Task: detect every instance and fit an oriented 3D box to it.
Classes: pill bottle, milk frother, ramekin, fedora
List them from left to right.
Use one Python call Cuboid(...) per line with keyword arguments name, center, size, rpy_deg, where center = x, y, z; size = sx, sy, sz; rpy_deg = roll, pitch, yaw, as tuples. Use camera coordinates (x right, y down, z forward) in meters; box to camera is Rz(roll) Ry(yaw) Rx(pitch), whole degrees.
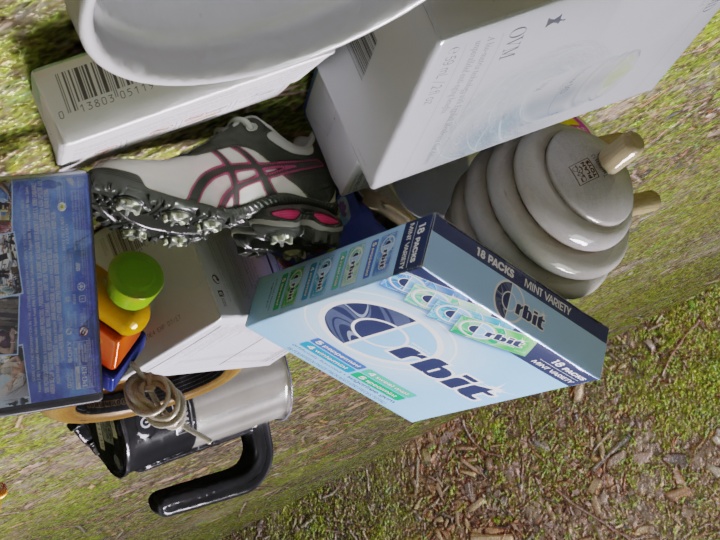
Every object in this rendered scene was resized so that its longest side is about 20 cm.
Cuboid(name="fedora", center=(-0.198, 0.073, 1.344), size=(0.199, 0.083, 0.201), rpy_deg=(-17, 165, -5))
Cuboid(name="milk frother", center=(-0.195, 0.137, 1.553), size=(0.187, 0.182, 0.200), rpy_deg=(-16, -151, -27))
Cuboid(name="ramekin", center=(-0.036, -0.169, 0.599), size=(0.198, 0.106, 0.200), rpy_deg=(-23, 168, -5))
Cuboid(name="pill bottle", center=(0.111, -0.081, 1.216), size=(0.104, 0.105, 0.199), rpy_deg=(-32, 165, 34))

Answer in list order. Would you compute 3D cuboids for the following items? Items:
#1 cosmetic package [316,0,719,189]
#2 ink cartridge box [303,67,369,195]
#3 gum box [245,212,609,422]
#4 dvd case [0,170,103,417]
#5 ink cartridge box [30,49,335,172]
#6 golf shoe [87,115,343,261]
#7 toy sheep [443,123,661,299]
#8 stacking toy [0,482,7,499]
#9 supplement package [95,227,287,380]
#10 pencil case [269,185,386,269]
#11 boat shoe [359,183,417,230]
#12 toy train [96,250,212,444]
Cuboid(name="cosmetic package", center=(0.087, -0.159, 0.821), size=(0.198, 0.124, 0.200), rpy_deg=(-21, 167, -15))
Cuboid(name="ink cartridge box", center=(0.071, -0.132, 0.999), size=(0.198, 0.077, 0.137), rpy_deg=(-19, 170, -14))
Cuboid(name="gum box", center=(0.044, 0.040, 1.052), size=(0.169, 0.045, 0.199), rpy_deg=(32, 148, -29))
Cuboid(name="dvd case", center=(-0.249, 0.020, 0.876), size=(0.198, 0.144, 0.017), rpy_deg=(-7, -170, -31))
Cuboid(name="ink cartridge box", center=(-0.111, -0.109, 0.887), size=(0.160, 0.051, 0.200), rpy_deg=(-21, -175, -12))
Cuboid(name="golf shoe", center=(-0.101, -0.060, 1.002), size=(0.199, 0.089, 0.077), rpy_deg=(8, 165, -41))
Cuboid(name="toy sheep", center=(0.131, -0.040, 1.048), size=(0.137, 0.139, 0.200), rpy_deg=(-12, 155, -40))
Cuboid(name="stacking toy", center=(-0.262, 0.068, 0.936), size=(0.115, 0.202, 0.110), rpy_deg=(-19, 167, -6))
Cuboid(name="supplement package", center=(-0.108, 0.009, 1.177), size=(0.113, 0.110, 0.199), rpy_deg=(-30, 166, 27))
Cuboid(name="pencil case", center=(0.000, 0.000, 1.153), size=(0.087, 0.078, 0.200), rpy_deg=(-52, 128, -12))
Cuboid(name="boat shoe", center=(0.033, -0.010, 1.241), size=(0.072, 0.065, 0.200), rpy_deg=(-25, 134, 12))
Cuboid(name="toy train", center=(-0.162, 0.032, 1.025), size=(0.116, 0.199, 0.085), rpy_deg=(-51, -175, 48))
